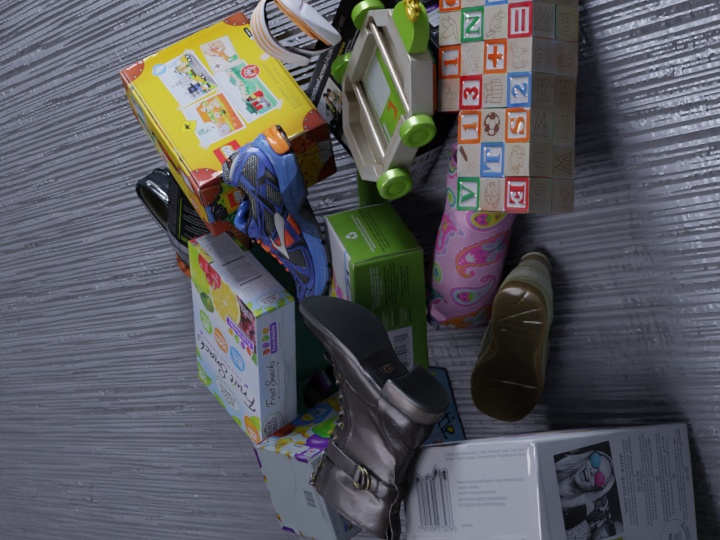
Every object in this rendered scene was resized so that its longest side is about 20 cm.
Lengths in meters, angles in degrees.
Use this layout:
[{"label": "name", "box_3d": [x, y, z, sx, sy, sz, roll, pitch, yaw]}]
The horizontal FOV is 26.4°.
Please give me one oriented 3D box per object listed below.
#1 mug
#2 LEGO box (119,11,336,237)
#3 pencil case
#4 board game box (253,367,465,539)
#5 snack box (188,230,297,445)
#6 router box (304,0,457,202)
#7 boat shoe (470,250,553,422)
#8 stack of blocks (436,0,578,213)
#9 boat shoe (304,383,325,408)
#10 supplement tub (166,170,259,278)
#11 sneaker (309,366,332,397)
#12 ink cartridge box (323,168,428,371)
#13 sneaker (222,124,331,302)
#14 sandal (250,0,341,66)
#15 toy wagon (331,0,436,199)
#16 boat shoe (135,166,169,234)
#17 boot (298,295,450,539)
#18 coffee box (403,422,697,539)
[{"label": "mug", "box_3d": [-0.069, 0.052, 1.703, 0.152, 0.114, 0.187, 35, 140, 46]}, {"label": "LEGO box", "box_3d": [-0.137, -0.154, 1.580, 0.201, 0.148, 0.078, 54, 166, 35]}, {"label": "pencil case", "box_3d": [0.106, -0.035, 1.454, 0.087, 0.087, 0.201, 41, 142, 27]}, {"label": "board game box", "box_3d": [0.002, 0.191, 1.640, 0.102, 0.199, 0.106, 5, 118, 50]}, {"label": "snack box", "box_3d": [-0.124, 0.074, 1.634, 0.142, 0.053, 0.201, 46, 148, 39]}, {"label": "router box", "box_3d": [0.029, -0.186, 1.477, 0.150, 0.051, 0.201, 51, 144, 18]}, {"label": "boat shoe", "box_3d": [0.153, 0.069, 1.500, 0.072, 0.063, 0.202, 16, 137, 14]}, {"label": "stack of blocks", "box_3d": [0.124, -0.150, 1.312, 0.115, 0.058, 0.203, 3, 93, 50]}, {"label": "boat shoe", "box_3d": [-0.110, 0.130, 1.757, 0.202, 0.074, 0.075, 41, 126, 32]}, {"label": "supplement tub", "box_3d": [-0.155, -0.087, 1.721, 0.122, 0.122, 0.201, 39, 139, 29]}, {"label": "sneaker", "box_3d": [-0.038, 0.172, 1.797, 0.114, 0.072, 0.202, -2, 111, 49]}, {"label": "ink cartridge box", "box_3d": [0.000, 0.000, 1.559, 0.200, 0.075, 0.149, -123, 25, -54]}, {"label": "sneaker", "box_3d": [-0.084, -0.049, 1.509, 0.076, 0.078, 0.201, -114, 6, -56]}, {"label": "sandal", "box_3d": [-0.068, -0.226, 1.457, 0.079, 0.059, 0.207, 41, -177, -10]}, {"label": "toy wagon", "box_3d": [0.029, -0.169, 1.371, 0.201, 0.039, 0.156, 115, 143, -48]}, {"label": "boat shoe", "box_3d": [-0.200, -0.039, 1.865, 0.200, 0.060, 0.076, 50, 144, 16]}, {"label": "boot", "box_3d": [-0.012, 0.140, 1.438, 0.200, 0.069, 0.175, 44, 126, 28]}, {"label": "coffee box", "box_3d": [0.176, 0.251, 1.417, 0.199, 0.196, 0.203, -12, 82, 55]}]
